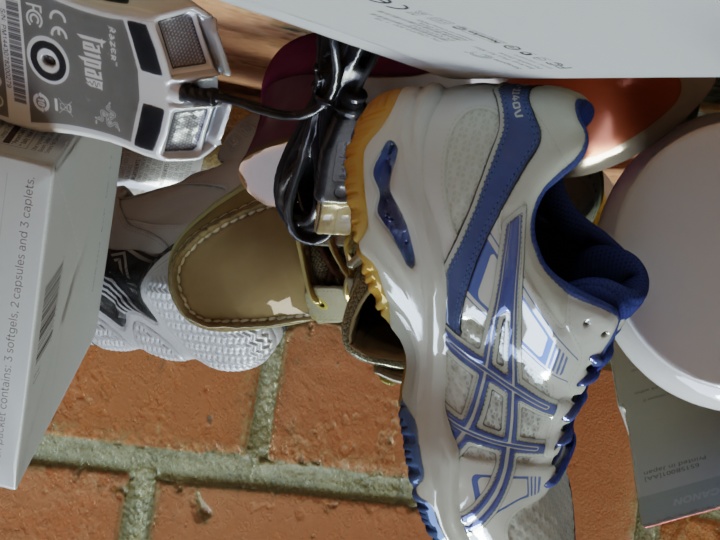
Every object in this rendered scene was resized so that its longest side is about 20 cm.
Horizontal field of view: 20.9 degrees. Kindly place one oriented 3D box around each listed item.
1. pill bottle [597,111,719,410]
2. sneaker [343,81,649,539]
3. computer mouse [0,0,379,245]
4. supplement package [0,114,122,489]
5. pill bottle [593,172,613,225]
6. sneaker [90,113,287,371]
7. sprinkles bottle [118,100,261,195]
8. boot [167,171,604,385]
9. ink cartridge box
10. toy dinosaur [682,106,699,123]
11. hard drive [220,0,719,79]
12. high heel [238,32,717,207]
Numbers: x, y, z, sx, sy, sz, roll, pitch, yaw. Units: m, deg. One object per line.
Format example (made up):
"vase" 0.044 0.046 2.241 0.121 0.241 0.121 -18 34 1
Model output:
"pill bottle" 0.151 -0.003 0.773 0.115 0.117 0.200 8 180 11
"sneaker" 0.058 0.030 0.671 0.087 0.201 0.075 -6 -149 18
"computer mouse" -0.079 -0.082 0.738 0.199 0.110 0.044 19 -142 22
"supplement package" -0.217 -0.025 0.845 0.198 0.153 0.151 12 -155 1
"pill bottle" 0.070 -0.016 1.038 0.199 0.113 0.112 12 175 -33
"sneaker" -0.090 -0.018 0.981 0.199 0.115 0.075 12 140 42
"sprinkles bottle" -0.135 -0.073 1.025 0.198 0.069 0.068 10 176 -16
"boot" 0.000 0.000 0.797 0.198 0.073 0.155 -14 -164 13
"ink cartridge box" 0.216 0.047 0.889 0.198 0.044 0.174 -17 -146 12
"toy dinosaur" 0.052 -0.041 0.889 0.199 0.089 0.047 7 174 31
"hard drive" 0.059 -0.078 0.537 0.131 0.027 0.199 13 174 -44
"high heel" 0.046 -0.083 0.757 0.198 0.097 0.068 -7 130 24
